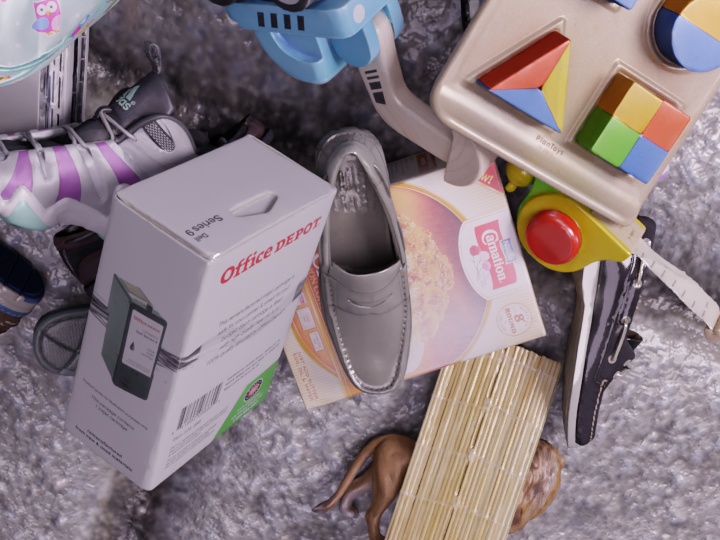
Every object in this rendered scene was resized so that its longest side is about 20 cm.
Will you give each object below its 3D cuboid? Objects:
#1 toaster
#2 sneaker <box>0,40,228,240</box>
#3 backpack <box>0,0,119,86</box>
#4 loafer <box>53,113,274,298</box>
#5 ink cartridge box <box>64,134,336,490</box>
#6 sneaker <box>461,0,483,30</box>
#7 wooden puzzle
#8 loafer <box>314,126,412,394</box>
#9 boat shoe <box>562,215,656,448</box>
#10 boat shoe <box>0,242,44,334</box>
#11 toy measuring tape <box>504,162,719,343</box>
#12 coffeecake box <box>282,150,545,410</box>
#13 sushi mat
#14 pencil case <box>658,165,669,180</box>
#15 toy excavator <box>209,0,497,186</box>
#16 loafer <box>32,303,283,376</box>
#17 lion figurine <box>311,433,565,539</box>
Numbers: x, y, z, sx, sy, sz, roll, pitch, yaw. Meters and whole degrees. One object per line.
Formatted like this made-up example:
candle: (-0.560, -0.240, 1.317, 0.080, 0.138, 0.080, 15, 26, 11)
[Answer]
toaster: (-0.266, -0.136, 0.814, 0.128, 0.114, 0.202, 7, 109, -6)
sneaker: (-0.178, -0.093, 0.762, 0.199, 0.078, 0.141, 18, 106, -44)
backpack: (-0.206, -0.202, 0.670, 0.167, 0.126, 0.200, 47, 71, -24)
loafer: (-0.155, -0.057, 0.871, 0.200, 0.072, 0.063, -40, 104, 16)
ink cartridge box: (-0.109, 0.025, 0.776, 0.084, 0.146, 0.201, 32, 124, 17)
sneaker: (0.115, -0.209, 0.803, 0.088, 0.079, 0.202, -3, 111, 3)
wooden puzzle: (0.168, -0.148, 0.752, 0.184, 0.046, 0.201, 26, 100, -22)
loafer: (0.000, 0.000, 0.815, 0.069, 0.070, 0.202, -10, 108, 2)
boat shoe: (0.198, 0.050, 0.920, 0.060, 0.074, 0.202, 4, 103, 2)
boat shoe: (-0.345, -0.017, 0.880, 0.200, 0.072, 0.072, 41, 107, -15)
toy measuring tape: (0.179, -0.010, 0.844, 0.200, 0.074, 0.074, 43, 106, 1)
coffeecake box: (0.027, 0.001, 0.892, 0.198, 0.073, 0.155, -18, 108, 6)
sushi mat: (0.090, 0.155, 0.932, 0.095, 0.012, 0.202, 18, 84, 12)
pencil case: (0.203, -0.161, 0.832, 0.085, 0.084, 0.202, -14, 120, -37)
toy excavator: (-0.001, -0.161, 0.797, 0.193, 0.100, 0.201, 15, 142, 36)
loafer: (-0.162, 0.046, 0.917, 0.198, 0.063, 0.073, 2, 104, -19)
lion figurine: (0.067, 0.182, 0.968, 0.198, 0.073, 0.124, 15, 102, -2)
